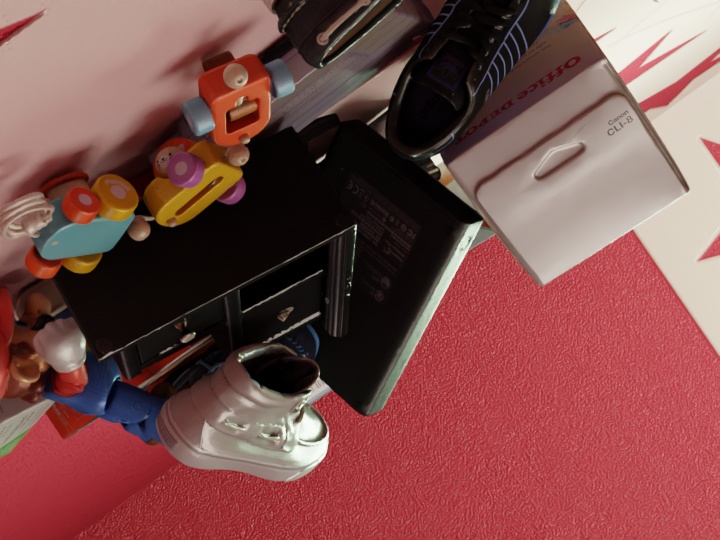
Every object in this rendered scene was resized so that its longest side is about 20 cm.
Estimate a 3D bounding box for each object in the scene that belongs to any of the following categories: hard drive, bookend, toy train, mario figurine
[{"bbox_3d":[0.000,0.000,1.215,0.033,0.139,0.200,-18,141,-52],"label":"hard drive"},{"bbox_3d":[-0.113,0.018,1.101,0.200,0.092,0.199,-27,159,-15],"label":"bookend"},{"bbox_3d":[-0.138,-0.074,0.950,0.200,0.056,0.150,-28,158,-10],"label":"toy train"},{"bbox_3d":[-0.214,0.063,1.139,0.200,0.106,0.123,26,131,-29],"label":"mario figurine"}]

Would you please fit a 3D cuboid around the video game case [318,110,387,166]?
[{"bbox_3d":[-0.044,-0.076,1.360,0.200,0.018,0.143,-36,-170,19],"label":"video game case"}]

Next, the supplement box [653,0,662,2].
[{"bbox_3d":[0.239,-0.282,0.985,0.200,0.109,0.109,-36,173,18],"label":"supplement box"}]

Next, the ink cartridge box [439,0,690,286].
[{"bbox_3d":[0.145,-0.117,1.206,0.145,0.145,0.200,-34,-151,12],"label":"ink cartridge box"}]

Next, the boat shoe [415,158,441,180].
[{"bbox_3d":[-0.015,-0.052,1.396,0.200,0.068,0.072,-38,-169,-6],"label":"boat shoe"}]

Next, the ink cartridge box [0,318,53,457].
[{"bbox_3d":[-0.359,0.131,1.193,0.200,0.084,0.145,-28,171,-39],"label":"ink cartridge box"}]

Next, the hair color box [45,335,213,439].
[{"bbox_3d":[-0.185,0.064,1.278,0.200,0.061,0.101,-36,178,40],"label":"hair color box"}]

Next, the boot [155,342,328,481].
[{"bbox_3d":[-0.060,0.105,1.143,0.096,0.074,0.200,-39,158,21],"label":"boot"}]

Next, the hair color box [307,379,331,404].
[{"bbox_3d":[-0.078,0.038,1.426,0.099,0.200,0.061,-33,135,-3],"label":"hair color box"}]

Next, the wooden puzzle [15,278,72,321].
[{"bbox_3d":[-0.200,0.014,1.291,0.185,0.046,0.200,-32,173,-12],"label":"wooden puzzle"}]

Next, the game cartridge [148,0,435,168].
[{"bbox_3d":[-0.047,-0.129,1.056,0.200,0.038,0.130,-35,169,16],"label":"game cartridge"}]

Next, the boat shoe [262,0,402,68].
[{"bbox_3d":[0.038,-0.192,0.878,0.200,0.060,0.076,-34,173,6],"label":"boat shoe"}]

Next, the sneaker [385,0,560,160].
[{"bbox_3d":[0.083,-0.162,1.059,0.200,0.070,0.078,-60,175,20],"label":"sneaker"}]

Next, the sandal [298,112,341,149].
[{"bbox_3d":[-0.090,-0.057,1.180,0.200,0.045,0.075,-41,-168,-22],"label":"sandal"}]

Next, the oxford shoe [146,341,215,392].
[{"bbox_3d":[-0.136,0.061,1.362,0.200,0.071,0.073,-35,164,34],"label":"oxford shoe"}]

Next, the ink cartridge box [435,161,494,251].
[{"bbox_3d":[0.107,-0.075,1.382,0.200,0.050,0.162,-36,-165,33],"label":"ink cartridge box"}]

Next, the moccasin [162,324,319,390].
[{"bbox_3d":[-0.109,0.101,1.258,0.200,0.080,0.068,-37,-170,42],"label":"moccasin"}]
